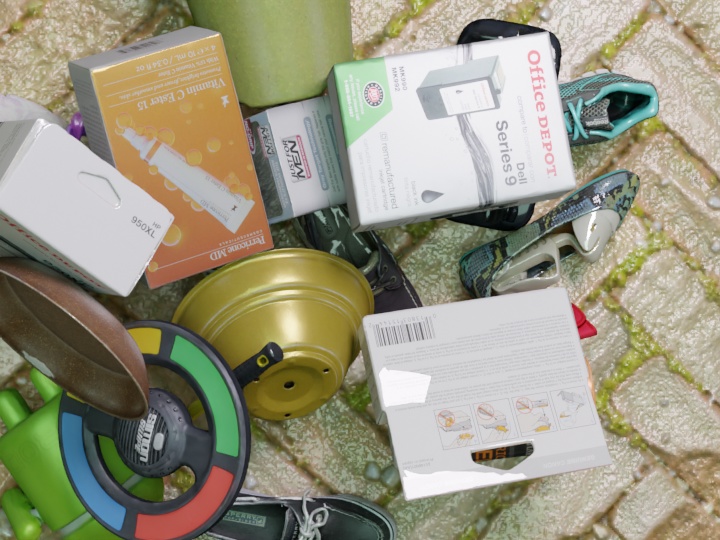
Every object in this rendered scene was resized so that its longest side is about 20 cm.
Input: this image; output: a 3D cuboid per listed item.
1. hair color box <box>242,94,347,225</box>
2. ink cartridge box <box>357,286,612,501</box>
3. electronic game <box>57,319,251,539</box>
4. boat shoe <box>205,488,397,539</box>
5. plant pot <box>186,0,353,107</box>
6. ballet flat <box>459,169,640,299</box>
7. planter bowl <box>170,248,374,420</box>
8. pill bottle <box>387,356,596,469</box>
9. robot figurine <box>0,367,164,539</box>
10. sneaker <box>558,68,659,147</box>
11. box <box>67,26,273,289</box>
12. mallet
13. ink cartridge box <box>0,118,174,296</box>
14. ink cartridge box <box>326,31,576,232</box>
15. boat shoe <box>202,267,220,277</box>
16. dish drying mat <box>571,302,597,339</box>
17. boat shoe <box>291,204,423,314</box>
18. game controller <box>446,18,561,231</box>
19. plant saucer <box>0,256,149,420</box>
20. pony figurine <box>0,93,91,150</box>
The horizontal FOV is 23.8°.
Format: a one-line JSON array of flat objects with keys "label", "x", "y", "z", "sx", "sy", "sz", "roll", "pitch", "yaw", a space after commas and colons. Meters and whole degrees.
[{"label": "hair color box", "x": -0.013, "y": -0.114, "z": 1.592, "sx": 0.199, "sy": 0.060, "sz": 0.100, "roll": -18, "pitch": 93, "yaw": -38}, {"label": "ink cartridge box", "x": 0.111, "y": 0.114, "z": 1.549, "sx": 0.198, "sy": 0.045, "sz": 0.178, "roll": -8, "pitch": 68, "yaw": -12}, {"label": "electronic game", "x": -0.185, "y": 0.144, "z": 1.515, "sx": 0.198, "sy": 0.042, "sz": 0.202, "roll": 1, "pitch": 92, "yaw": 25}, {"label": "boat shoe", "x": -0.061, "y": 0.248, "z": 1.653, "sx": 0.197, "sy": 0.068, "sz": 0.074, "roll": 14, "pitch": 92, "yaw": -2}, {"label": "plant pot", "x": -0.085, "y": -0.253, "z": 1.585, "sx": 0.198, "sy": 0.200, "sz": 0.186, "roll": -10, "pitch": 104, "yaw": -1}, {"label": "ballet flat", "x": 0.192, "y": -0.022, "z": 1.646, "sx": 0.199, "sy": 0.074, "sz": 0.075, "roll": -31, "pitch": 93, "yaw": 6}, {"label": "planter bowl", "x": -0.074, "y": 0.080, "z": 1.581, "sx": 0.199, "sy": 0.201, "sz": 0.084, "roll": -17, "pitch": 49, "yaw": -1}, {"label": "pill bottle", "x": 0.124, "y": 0.128, "z": 1.635, "sx": 0.198, "sy": 0.106, "sz": 0.107, "roll": -7, "pitch": 93, "yaw": -1}, {"label": "robot figurine", "x": -0.266, "y": 0.184, "z": 1.621, "sx": 0.175, "sy": 0.116, "sz": 0.201, "roll": -37, "pitch": 93, "yaw": -8}, {"label": "sneaker", "x": 0.195, "y": -0.147, "z": 1.603, "sx": 0.199, "sy": 0.091, "sz": 0.078, "roll": -22, "pitch": 104, "yaw": -22}, {"label": "box", "x": -0.169, "y": -0.103, "z": 1.526, "sx": 0.123, "sy": 0.097, "sz": 0.202, "roll": -19, "pitch": 107, "yaw": -17}, {"label": "mallet", "x": -0.128, "y": 0.123, "z": 1.539, "sx": 0.199, "sy": 0.041, "sz": 0.066, "roll": -27, "pitch": 95, "yaw": 41}, {"label": "ink cartridge box", "x": -0.268, "y": -0.053, "z": 1.432, "sx": 0.144, "sy": 0.199, "sz": 0.085, "roll": 37, "pitch": 73, "yaw": -27}, {"label": "ink cartridge box", "x": 0.080, "y": -0.123, "z": 1.518, "sx": 0.198, "sy": 0.084, "sz": 0.148, "roll": -10, "pitch": 88, "yaw": -6}, {"label": "boat shoe", "x": -0.116, "y": -0.006, "z": 1.640, "sx": 0.071, "sy": 0.070, "sz": 0.200, "roll": -44, "pitch": 92, "yaw": 1}, {"label": "dish drying mat", "x": 0.121, "y": 0.063, "z": 1.627, "sx": 0.198, "sy": 0.077, "sz": 0.018, "roll": -12, "pitch": 115, "yaw": -14}, {"label": "boat shoe", "x": 0.000, "y": 0.000, "z": 1.646, "sx": 0.072, "sy": 0.065, "sz": 0.201, "roll": -33, "pitch": 94, "yaw": -3}, {"label": "game controller", "x": 0.132, "y": -0.142, "z": 1.663, "sx": 0.103, "sy": 0.042, "sz": 0.202, "roll": 11, "pitch": 92, "yaw": 13}, {"label": "plant saucer", "x": -0.252, "y": 0.050, "z": 1.451, "sx": 0.200, "sy": 0.200, "sz": 0.037, "roll": 37, "pitch": 66, "yaw": -2}, {"label": "pony figurine", "x": -0.291, "y": -0.086, "z": 1.606, "sx": 0.191, "sy": 0.167, "sz": 0.202, "roll": 15, "pitch": 107, "yaw": -9}]
